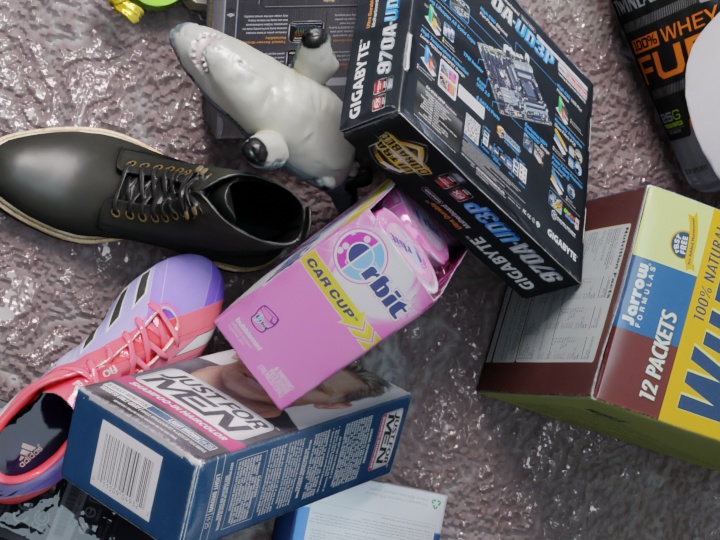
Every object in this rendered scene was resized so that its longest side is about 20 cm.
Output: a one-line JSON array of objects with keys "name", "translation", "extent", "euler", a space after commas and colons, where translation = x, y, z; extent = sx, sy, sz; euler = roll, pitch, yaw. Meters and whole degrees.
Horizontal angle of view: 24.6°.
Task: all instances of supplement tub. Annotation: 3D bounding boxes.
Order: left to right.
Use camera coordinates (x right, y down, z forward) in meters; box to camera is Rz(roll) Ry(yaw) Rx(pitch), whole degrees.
[{"name": "supplement tub", "translation": [0.249, -0.166, 1.143], "extent": [0.122, 0.122, 0.201], "euler": [-25, 93, -15]}]

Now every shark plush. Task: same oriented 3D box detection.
[{"name": "shark plush", "translation": [-0.041, -0.096, 1.035], "extent": [0.083, 0.200, 0.091], "euler": [18, 86, 31]}]

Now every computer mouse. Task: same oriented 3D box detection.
[{"name": "computer mouse", "translation": [-0.212, 0.125, 1.038], "extent": [0.199, 0.053, 0.139], "euler": [26, 73, -5]}]

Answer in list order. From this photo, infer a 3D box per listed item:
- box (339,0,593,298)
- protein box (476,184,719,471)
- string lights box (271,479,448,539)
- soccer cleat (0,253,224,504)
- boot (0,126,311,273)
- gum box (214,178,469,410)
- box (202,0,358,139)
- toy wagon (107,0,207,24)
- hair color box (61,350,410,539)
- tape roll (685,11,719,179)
[{"name": "box", "translation": [0.072, -0.100, 1.007], "extent": [0.200, 0.046, 0.160], "euler": [38, 47, -40]}, {"name": "protein box", "translation": [0.214, 0.047, 1.081], "extent": [0.197, 0.200, 0.136], "euler": [19, 82, -14]}, {"name": "string lights box", "translation": [-0.016, 0.235, 1.079], "extent": [0.102, 0.059, 0.201], "euler": [14, 83, -14]}, {"name": "soccer cleat", "translation": [-0.154, 0.064, 0.995], "extent": [0.200, 0.076, 0.067], "euler": [-43, 91, -16]}, {"name": "boot", "translation": [-0.131, -0.052, 1.022], "extent": [0.199, 0.138, 0.078], "euler": [10, 84, -14]}, {"name": "gum box", "translation": [0.000, 0.000, 0.999], "extent": [0.113, 0.200, 0.066], "euler": [-36, 94, 18]}, {"name": "box", "translation": [0.001, -0.168, 1.070], "extent": [0.199, 0.048, 0.159], "euler": [-4, 125, -15]}, {"name": "toy wagon", "translation": [-0.092, -0.235, 1.095], "extent": [0.200, 0.040, 0.155], "euler": [-41, 98, -13]}, {"name": "hair color box", "translation": [-0.070, 0.097, 0.990], "extent": [0.199, 0.100, 0.061], "euler": [-12, 122, -53]}, {"name": "tape roll", "translation": [0.303, -0.100, 1.017], "extent": [0.201, 0.071, 0.204], "euler": [13, 56, -20]}]
